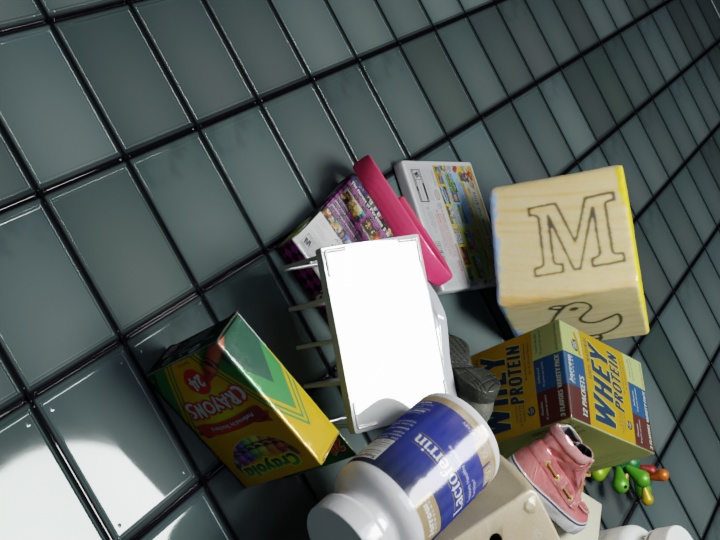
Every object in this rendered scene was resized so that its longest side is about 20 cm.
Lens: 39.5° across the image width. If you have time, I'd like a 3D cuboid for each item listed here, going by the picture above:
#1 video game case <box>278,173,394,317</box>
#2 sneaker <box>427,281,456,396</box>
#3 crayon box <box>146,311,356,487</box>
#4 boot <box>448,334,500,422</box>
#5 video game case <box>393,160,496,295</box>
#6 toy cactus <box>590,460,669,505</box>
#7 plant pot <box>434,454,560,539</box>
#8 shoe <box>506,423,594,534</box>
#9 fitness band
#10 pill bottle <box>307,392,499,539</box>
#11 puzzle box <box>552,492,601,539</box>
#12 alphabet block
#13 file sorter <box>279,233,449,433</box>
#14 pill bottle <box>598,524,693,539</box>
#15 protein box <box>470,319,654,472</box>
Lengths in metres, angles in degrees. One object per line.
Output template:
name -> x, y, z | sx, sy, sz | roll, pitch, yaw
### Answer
video game case -> 0.000, 0.000, 1.304 | 0.201, 0.036, 0.182 | 55, 40, -13
sneaker -> 0.069, 0.097, 1.252 | 0.070, 0.073, 0.203 | 1, 64, -30
crayon box -> -0.111, 0.149, 1.031 | 0.201, 0.126, 0.051 | 50, 42, -16
boot -> 0.113, 0.170, 1.309 | 0.067, 0.200, 0.133 | 3, 111, -20
video game case -> 0.139, -0.068, 1.508 | 0.180, 0.023, 0.203 | -6, 75, -49
toy cactus -> 0.410, 0.275, 1.593 | 0.199, 0.102, 0.167 | 36, 36, -23
plant pot -> 0.132, 0.327, 1.114 | 0.198, 0.177, 0.202 | -27, 92, -20
shoe -> 0.259, 0.259, 1.247 | 0.200, 0.091, 0.072 | 41, 14, -44
fitness band -> 0.054, -0.064, 1.325 | 0.201, 0.037, 0.144 | 57, 7, 19
pill bottle -> 0.044, 0.224, 1.028 | 0.199, 0.115, 0.117 | -35, 98, -37
puzzle box -> 0.248, 0.364, 1.303 | 0.132, 0.025, 0.202 | 34, 49, -16
alphabet block -> 0.310, -0.014, 1.488 | 0.196, 0.196, 0.200 | 50, 35, -59
file sorter -> -0.001, 0.076, 1.163 | 0.137, 0.124, 0.204 | -9, 85, -34
pill bottle -> 0.353, 0.410, 1.363 | 0.113, 0.199, 0.116 | 24, 54, -38
protein box -> 0.258, 0.188, 1.370 | 0.198, 0.197, 0.137 | 25, 52, -38
